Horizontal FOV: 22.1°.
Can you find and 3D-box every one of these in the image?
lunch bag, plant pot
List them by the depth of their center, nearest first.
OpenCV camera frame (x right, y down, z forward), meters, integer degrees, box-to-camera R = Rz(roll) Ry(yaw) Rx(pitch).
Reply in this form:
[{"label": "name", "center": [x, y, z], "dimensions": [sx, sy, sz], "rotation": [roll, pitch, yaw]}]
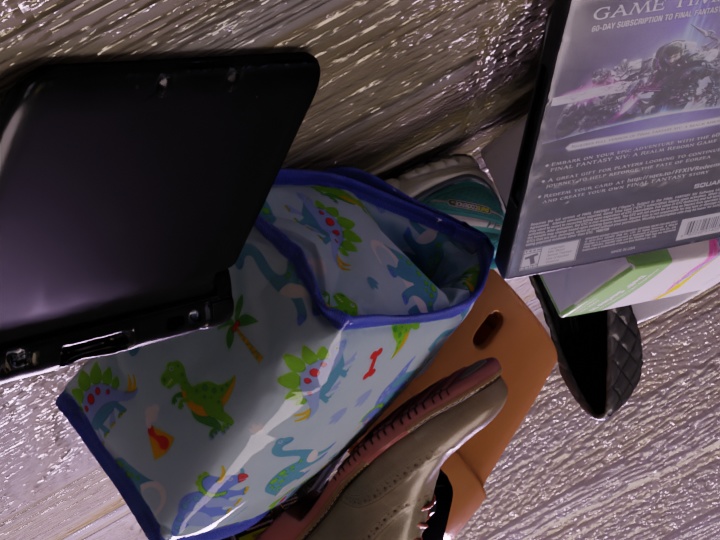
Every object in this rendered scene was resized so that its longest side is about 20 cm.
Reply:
[{"label": "lunch bag", "center": [-0.031, 0.040, 0.966], "dimensions": [0.170, 0.128, 0.199], "rotation": [-49, 155, 25]}, {"label": "plant pot", "center": [0.034, 0.058, 1.205], "dimensions": [0.140, 0.200, 0.200], "rotation": [-44, 173, -8]}]

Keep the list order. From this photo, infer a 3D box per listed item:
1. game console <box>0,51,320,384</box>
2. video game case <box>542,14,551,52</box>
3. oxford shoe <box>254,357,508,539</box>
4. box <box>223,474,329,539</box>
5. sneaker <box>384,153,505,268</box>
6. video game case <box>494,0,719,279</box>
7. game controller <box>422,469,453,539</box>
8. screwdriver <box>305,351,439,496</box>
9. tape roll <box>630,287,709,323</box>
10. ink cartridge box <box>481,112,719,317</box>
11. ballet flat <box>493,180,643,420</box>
[{"label": "game console", "center": [-0.132, -0.022, 0.730], "dimensions": [0.174, 0.118, 0.199], "rotation": [0, -173, 30]}, {"label": "video game case", "center": [0.191, -0.121, 0.987], "dimensions": [0.198, 0.018, 0.143], "rotation": [-17, 157, -5]}, {"label": "oxford shoe", "center": [0.018, 0.125, 0.983], "dimensions": [0.200, 0.075, 0.070], "rotation": [-45, 173, 26]}, {"label": "box", "center": [-0.078, 0.144, 1.247], "dimensions": [0.047, 0.195, 0.200], "rotation": [-28, 173, 17]}, {"label": "sneaker", "center": [0.000, 0.000, 1.066], "dimensions": [0.199, 0.080, 0.078], "rotation": [-25, 169, -16]}, {"label": "video game case", "center": [0.151, -0.079, 0.945], "dimensions": [0.141, 0.019, 0.201], "rotation": [-11, 140, -17]}, {"label": "game controller", "center": [0.000, 0.189, 1.120], "dimensions": [0.104, 0.042, 0.201], "rotation": [-26, 148, -25]}, {"label": "screwdriver", "center": [0.000, 0.091, 1.087], "dimensions": [0.201, 0.028, 0.029], "rotation": [-54, -177, -11]}, {"label": "tape roll", "center": [0.210, -0.043, 1.300], "dimensions": [0.201, 0.071, 0.203], "rotation": [-33, -167, 9]}, {"label": "ink cartridge box", "center": [0.179, -0.046, 1.132], "dimensions": [0.199, 0.118, 0.067], "rotation": [-8, 157, -45]}, {"label": "ballet flat", "center": [0.139, 0.005, 1.197], "dimensions": [0.066, 0.201, 0.057], "rotation": [-15, -156, 24]}]
